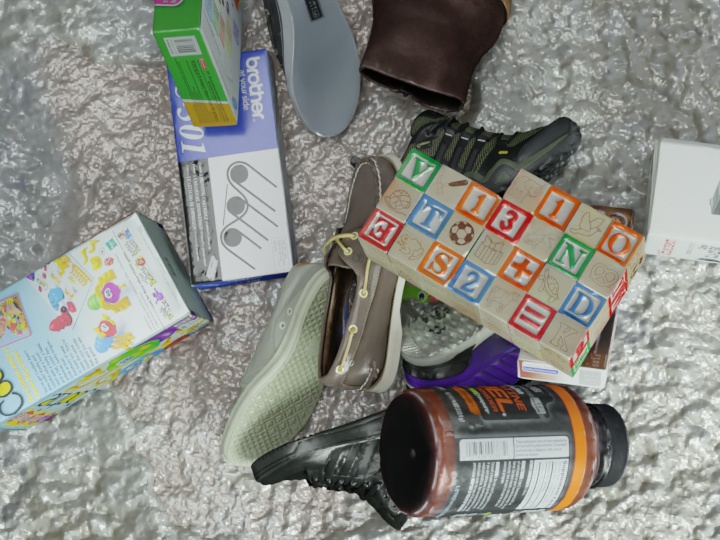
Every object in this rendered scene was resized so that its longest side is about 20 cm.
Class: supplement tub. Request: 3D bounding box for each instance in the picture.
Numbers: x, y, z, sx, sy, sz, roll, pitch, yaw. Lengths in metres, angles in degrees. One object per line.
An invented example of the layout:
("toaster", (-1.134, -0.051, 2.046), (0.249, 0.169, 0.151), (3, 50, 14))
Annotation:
("supplement tub", (0.122, 0.148, 1.516), (0.199, 0.107, 0.108), (1, 84, -28))

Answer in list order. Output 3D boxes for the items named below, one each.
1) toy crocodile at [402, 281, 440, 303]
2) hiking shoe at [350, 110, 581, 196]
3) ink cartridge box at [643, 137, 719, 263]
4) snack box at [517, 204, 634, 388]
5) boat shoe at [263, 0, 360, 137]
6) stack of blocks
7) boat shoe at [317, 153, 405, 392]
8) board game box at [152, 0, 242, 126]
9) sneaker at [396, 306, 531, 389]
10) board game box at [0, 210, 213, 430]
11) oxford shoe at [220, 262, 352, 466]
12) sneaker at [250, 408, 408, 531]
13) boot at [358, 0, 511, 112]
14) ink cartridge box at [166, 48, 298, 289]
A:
("toy crocodile", (0.101, -0.012, 1.554), (0.199, 0.067, 0.062), (-27, 78, 29))
("hiking shoe", (0.089, -0.100, 1.578), (0.199, 0.076, 0.101), (-24, 81, 10))
("ink cartridge box", (0.336, -0.048, 1.519), (0.198, 0.144, 0.084), (9, 86, 8))
("snack box", (0.182, 0.017, 1.528), (0.071, 0.024, 0.201), (6, 43, 12))
("boat shoe", (-0.054, -0.218, 1.623), (0.070, 0.066, 0.201), (-22, 106, -18))
("stack of blocks", (0.112, -0.018, 1.455), (0.199, 0.059, 0.116), (30, 79, 17))
("boat shoe", (0.000, 0.000, 1.530), (0.059, 0.072, 0.202), (5, 89, -29))
("board game box", (-0.135, -0.247, 1.564), (0.040, 0.153, 0.201), (-3, 63, 7))
("sneaker", (0.127, 0.070, 1.577), (0.199, 0.070, 0.100), (-18, 120, -14))
("board game box", (-0.246, 0.047, 1.603), (0.199, 0.103, 0.105), (-30, 82, 3))
("oxford shoe", (-0.067, 0.079, 1.602), (0.058, 0.075, 0.201), (37, 105, 47))
("sneaker", (0.013, 0.179, 1.578), (0.198, 0.060, 0.105), (-19, 81, -5))
("boot", (0.030, -0.241, 1.586), (0.199, 0.072, 0.167), (25, 62, 1))
("ink cartridge box", (-0.114, -0.090, 1.629), (0.093, 0.044, 0.202), (-8, 84, 5))
